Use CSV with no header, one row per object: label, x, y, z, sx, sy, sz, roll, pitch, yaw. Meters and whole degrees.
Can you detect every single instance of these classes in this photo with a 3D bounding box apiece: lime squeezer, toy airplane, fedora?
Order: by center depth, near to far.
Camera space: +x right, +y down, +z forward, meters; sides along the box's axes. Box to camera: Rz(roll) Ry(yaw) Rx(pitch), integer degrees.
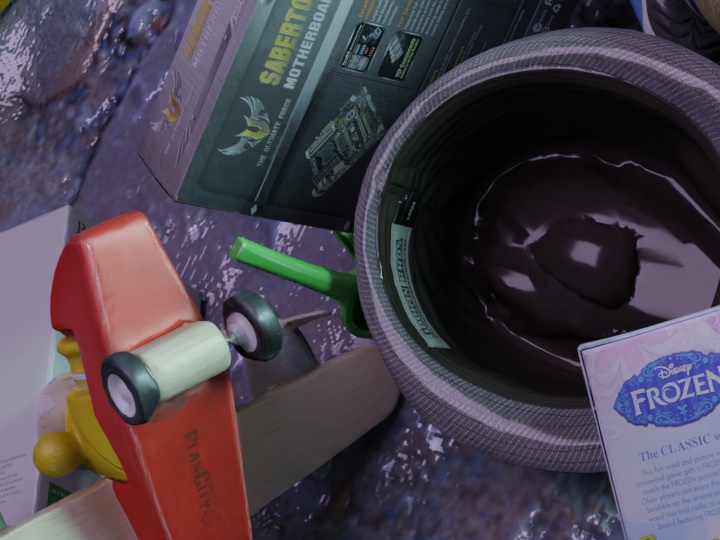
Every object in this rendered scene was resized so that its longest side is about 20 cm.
fedora,0.096,-0.005,0.901,0.199,0.090,0.178,9,85,31
toy airplane,-0.089,0.089,0.948,0.141,0.200,0.200,24,88,47
lime squeezer,0.000,0.000,0.971,0.038,0.200,0.071,-42,85,12

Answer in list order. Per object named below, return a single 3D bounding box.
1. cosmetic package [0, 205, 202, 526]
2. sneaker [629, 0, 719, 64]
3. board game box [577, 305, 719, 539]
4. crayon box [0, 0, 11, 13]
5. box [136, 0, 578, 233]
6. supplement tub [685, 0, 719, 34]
cosmetic package,-0.143,0.086,1.056,0.085,0.107,0.201,-19,54,32
sneaker,0.133,-0.166,1.010,0.077,0.075,0.201,-47,38,44
board game box,0.189,0.095,0.749,0.199,0.041,0.201,-18,78,32
crayon box,-0.276,-0.181,1.380,0.200,0.051,0.127,-49,43,7
box,0.012,-0.112,0.961,0.048,0.158,0.201,51,124,48
supplement tub,0.218,-0.109,0.832,0.144,0.144,0.200,-45,44,9
